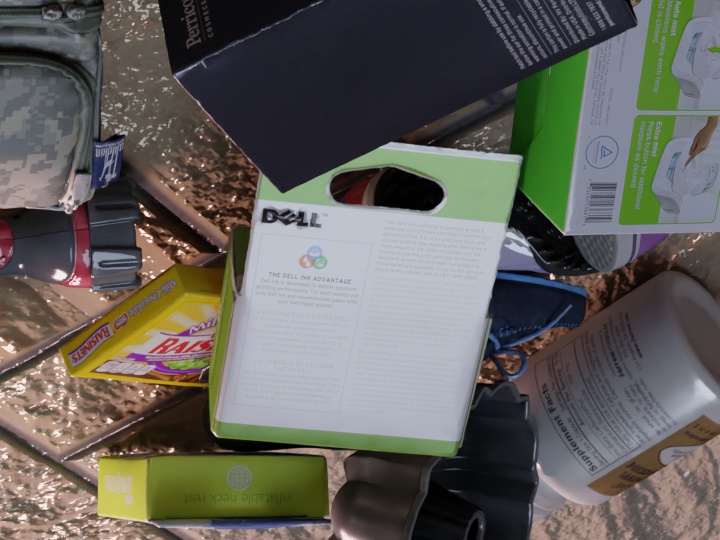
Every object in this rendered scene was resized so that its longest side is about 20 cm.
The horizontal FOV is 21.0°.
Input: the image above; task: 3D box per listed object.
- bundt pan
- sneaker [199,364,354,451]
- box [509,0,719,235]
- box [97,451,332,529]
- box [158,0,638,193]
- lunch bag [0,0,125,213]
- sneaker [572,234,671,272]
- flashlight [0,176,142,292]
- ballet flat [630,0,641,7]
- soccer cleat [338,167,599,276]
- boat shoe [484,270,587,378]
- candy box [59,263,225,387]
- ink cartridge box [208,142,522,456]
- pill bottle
[{"bbox_3d":[0.041,0.161,1.248,0.075,0.202,0.202,12,152,26],"label":"bundt pan"},{"bbox_3d":[-0.024,0.078,1.254,0.199,0.060,0.104,-5,159,-32],"label":"sneaker"},{"bbox_3d":[0.183,-0.127,1.008,0.176,0.097,0.201,-3,114,-16],"label":"box"},{"bbox_3d":[-0.101,0.146,1.301,0.121,0.048,0.200,1,175,-18],"label":"box"},{"bbox_3d":[0.002,-0.170,0.874,0.181,0.201,0.104,-23,143,14],"label":"box"},{"bbox_3d":[-0.212,-0.109,0.893,0.199,0.139,0.169,-3,113,-20],"label":"lunch bag"},{"bbox_3d":[0.177,-0.100,1.147,0.114,0.073,0.201,-25,141,-17],"label":"sneaker"},{"bbox_3d":[-0.227,-0.015,1.118,0.199,0.068,0.068,-4,127,-12],"label":"flashlight"},{"bbox_3d":[0.046,-0.138,0.946,0.070,0.200,0.066,21,92,-51],"label":"ballet flat"},{"bbox_3d":[0.074,-0.030,1.207,0.199,0.069,0.073,4,169,-34],"label":"soccer cleat"},{"bbox_3d":[0.058,0.033,1.242,0.199,0.069,0.084,2,179,-30],"label":"boat shoe"},{"bbox_3d":[-0.086,0.039,1.219,0.102,0.026,0.200,-37,156,25],"label":"candy box"},{"bbox_3d":[0.000,0.000,1.094,0.147,0.076,0.201,6,121,-10],"label":"ink cartridge box"},{"bbox_3d":[0.165,0.097,1.346,0.200,0.115,0.114,-35,138,27],"label":"pill bottle"}]
